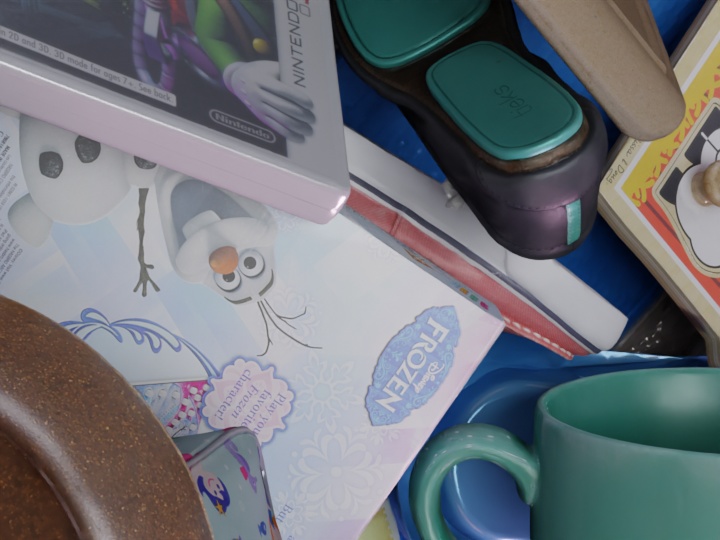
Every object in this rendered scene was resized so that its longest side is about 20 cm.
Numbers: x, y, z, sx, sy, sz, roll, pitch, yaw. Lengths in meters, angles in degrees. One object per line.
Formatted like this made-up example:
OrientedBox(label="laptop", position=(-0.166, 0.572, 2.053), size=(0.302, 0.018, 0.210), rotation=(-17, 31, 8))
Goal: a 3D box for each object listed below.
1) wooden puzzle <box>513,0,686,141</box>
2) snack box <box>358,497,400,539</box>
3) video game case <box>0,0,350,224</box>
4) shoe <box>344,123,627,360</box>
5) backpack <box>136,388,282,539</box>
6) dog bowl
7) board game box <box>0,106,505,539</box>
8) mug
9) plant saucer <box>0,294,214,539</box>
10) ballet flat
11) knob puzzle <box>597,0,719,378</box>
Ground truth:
OrientedBox(label="wooden puzzle", position=(0.052, -0.152, 1.052), size=(0.037, 0.200, 0.185), rotation=(-34, 111, 18))
OrientedBox(label="snack box", position=(-0.019, 0.200, 1.085), size=(0.116, 0.037, 0.200), rotation=(-15, 87, -17))
OrientedBox(label="video game case", position=(-0.098, -0.116, 0.992), size=(0.200, 0.182, 0.023), rotation=(20, 130, -25))
OrientedBox(label="shoe", position=(0.000, 0.000, 1.075), size=(0.200, 0.071, 0.091), rotation=(32, 93, -9))
OrientedBox(label="backpack", position=(-0.096, 0.146, 0.913), size=(0.150, 0.178, 0.200), rotation=(-4, 97, 17))
OrientedBox(label="dog bowl", position=(0.095, 0.082, 1.151), size=(0.200, 0.050, 0.112), rotation=(8, 91, -25))
OrientedBox(label="board game box", position=(-0.084, 0.043, 1.016), size=(0.199, 0.043, 0.200), rotation=(34, 96, -7))
OrientedBox(label="mug", position=(0.128, 0.107, 1.071), size=(0.152, 0.185, 0.115), rotation=(-15, 109, -56))
OrientedBox(label="plant saucer", position=(-0.139, 0.103, 0.812), size=(0.200, 0.034, 0.201), rotation=(1, 95, 13))
OrientedBox(label="ballet flat", position=(0.039, -0.068, 1.050), size=(0.073, 0.200, 0.073), rotation=(-12, 126, -16))
OrientedBox(label="knob puzzle", position=(0.205, -0.028, 1.173), size=(0.219, 0.030, 0.220), rotation=(7, 78, -34))
